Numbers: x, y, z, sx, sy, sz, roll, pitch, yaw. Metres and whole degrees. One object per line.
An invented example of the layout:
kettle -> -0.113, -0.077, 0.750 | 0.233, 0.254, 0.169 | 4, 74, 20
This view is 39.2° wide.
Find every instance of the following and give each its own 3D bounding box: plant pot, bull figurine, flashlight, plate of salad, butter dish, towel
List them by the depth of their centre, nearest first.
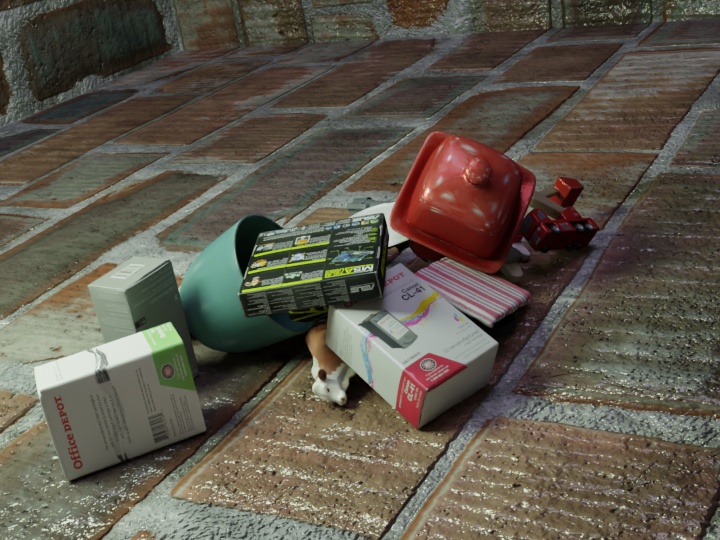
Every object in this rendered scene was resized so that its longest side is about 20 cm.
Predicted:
bull figurine -> -0.025, 0.124, 1.485 | 0.120, 0.066, 0.200 | -10, 25, -9
towel -> 0.166, 0.032, 1.530 | 0.146, 0.030, 0.200 | 27, 20, 19
butter dish -> 0.171, -0.128, 1.576 | 0.199, 0.148, 0.201 | 25, 71, 3
plant pot -> -0.188, 0.037, 1.594 | 0.160, 0.201, 0.201 | -28, 15, 26
plate of salad -> 0.040, -0.067, 1.701 | 0.198, 0.048, 0.200 | -13, 22, 5
flashlight -> 0.073, -0.114, 1.990 | 0.199, 0.068, 0.068 | 3, 31, 39

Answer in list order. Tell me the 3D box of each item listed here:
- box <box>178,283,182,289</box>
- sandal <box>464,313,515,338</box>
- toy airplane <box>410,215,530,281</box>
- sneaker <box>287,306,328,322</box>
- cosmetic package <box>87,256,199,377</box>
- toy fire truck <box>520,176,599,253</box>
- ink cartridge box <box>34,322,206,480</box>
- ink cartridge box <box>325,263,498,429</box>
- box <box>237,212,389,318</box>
box -> -0.283, 0.055, 1.739 | 0.118, 0.042, 0.200 | -23, 20, 21
sandal -> 0.173, 0.050, 1.593 | 0.076, 0.043, 0.200 | -23, 27, -27
toy airplane -> 0.204, -0.070, 1.726 | 0.198, 0.142, 0.200 | 17, 43, 17
sneaker -> -0.035, 0.038, 1.577 | 0.075, 0.077, 0.199 | -32, -28, 35
cosmetic package -> -0.322, 0.091, 1.517 | 0.090, 0.202, 0.107 | 4, 29, 33
toy fire truck -> 0.337, -0.099, 1.753 | 0.199, 0.049, 0.141 | -5, 47, -39
ink cartridge box -> -0.329, 0.178, 1.387 | 0.198, 0.147, 0.084 | -18, 24, -17
ink cartridge box -> 0.067, 0.100, 1.389 | 0.147, 0.086, 0.200 | -28, 54, -33
box -> -0.061, -0.010, 1.443 | 0.198, 0.048, 0.194 | -9, 29, 8
